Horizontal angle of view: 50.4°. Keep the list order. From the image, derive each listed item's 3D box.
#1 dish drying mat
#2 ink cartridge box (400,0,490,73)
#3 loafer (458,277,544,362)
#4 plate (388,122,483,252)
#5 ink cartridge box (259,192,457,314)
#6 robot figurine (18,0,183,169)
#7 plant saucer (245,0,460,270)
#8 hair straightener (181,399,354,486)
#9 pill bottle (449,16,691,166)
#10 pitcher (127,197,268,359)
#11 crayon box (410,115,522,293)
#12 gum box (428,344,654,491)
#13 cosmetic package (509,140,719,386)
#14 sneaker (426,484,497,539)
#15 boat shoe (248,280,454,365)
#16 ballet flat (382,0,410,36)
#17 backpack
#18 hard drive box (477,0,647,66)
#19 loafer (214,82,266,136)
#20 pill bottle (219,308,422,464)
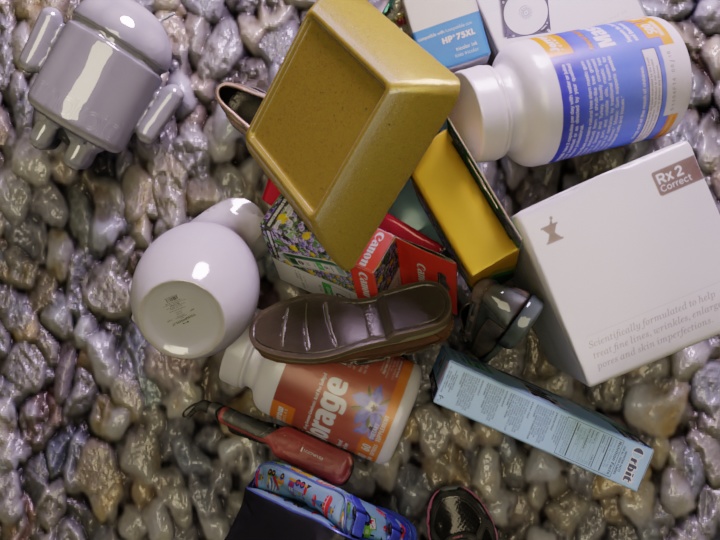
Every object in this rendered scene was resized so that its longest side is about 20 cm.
[{"bbox_3d":[-0.011,-0.052,0.812,0.199,0.018,0.077,32,137,4],"label":"dish drying mat"},{"bbox_3d":[0.066,-0.289,0.737,0.066,0.116,0.203,-15,96,8],"label":"ink cartridge box"},{"bbox_3d":[0.128,0.042,0.756,0.063,0.200,0.072,36,80,6],"label":"loafer"},{"bbox_3d":[0.036,-0.104,0.848,0.197,0.026,0.203,0,89,4],"label":"plate"},{"bbox_3d":[0.000,0.000,0.780,0.198,0.109,0.051,23,65,20],"label":"ink cartridge box"},{"bbox_3d":[-0.279,-0.209,0.826,0.168,0.113,0.202,29,92,-17],"label":"robot figurine"},{"bbox_3d":[-0.029,-0.138,0.700,0.200,0.048,0.201,50,118,35],"label":"plant saucer"},{"bbox_3d":[-0.100,0.185,0.830,0.197,0.077,0.041,16,73,9],"label":"hair straightener"},{"bbox_3d":[0.185,-0.158,0.696,0.197,0.112,0.114,-13,89,-12],"label":"pill bottle"},{"bbox_3d":[-0.179,0.015,0.777,0.170,0.201,0.122,-27,111,12],"label":"pitcher"},{"bbox_3d":[0.096,-0.050,0.722,0.051,0.200,0.127,-29,78,3],"label":"crayon box"},{"bbox_3d":[0.168,0.139,0.765,0.198,0.170,0.045,24,91,4],"label":"gum box"},{"bbox_3d":[0.242,-0.005,0.745,0.163,0.200,0.167,-23,88,4],"label":"cosmetic package"},{"bbox_3d":[0.116,0.332,0.806,0.078,0.095,0.203,-12,88,5],"label":"sneaker"},{"bbox_3d":[-0.006,0.065,0.744,0.197,0.068,0.073,-6,57,5],"label":"boat shoe"},{"bbox_3d":[0.086,-0.332,0.827,0.063,0.076,0.202,28,101,-6],"label":"ballet flat"},{"bbox_3d":[-0.021,0.297,0.774,0.199,0.181,0.136,36,70,-37],"label":"backpack"},{"bbox_3d":[0.217,-0.242,0.810,0.154,0.077,0.202,-25,89,4],"label":"hard drive box"},{"bbox_3d":[-0.072,-0.144,0.816,0.198,0.063,0.073,29,94,18],"label":"loafer"},{"bbox_3d":[-0.043,0.116,0.809,0.198,0.112,0.114,22,91,4],"label":"pill bottle"}]
